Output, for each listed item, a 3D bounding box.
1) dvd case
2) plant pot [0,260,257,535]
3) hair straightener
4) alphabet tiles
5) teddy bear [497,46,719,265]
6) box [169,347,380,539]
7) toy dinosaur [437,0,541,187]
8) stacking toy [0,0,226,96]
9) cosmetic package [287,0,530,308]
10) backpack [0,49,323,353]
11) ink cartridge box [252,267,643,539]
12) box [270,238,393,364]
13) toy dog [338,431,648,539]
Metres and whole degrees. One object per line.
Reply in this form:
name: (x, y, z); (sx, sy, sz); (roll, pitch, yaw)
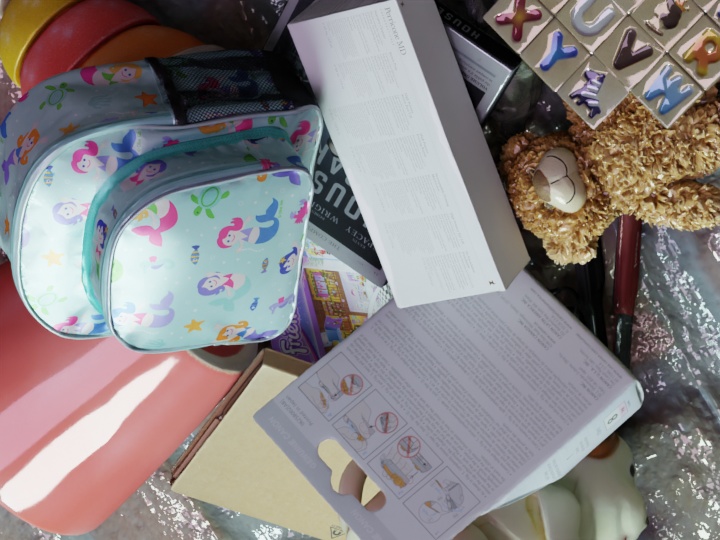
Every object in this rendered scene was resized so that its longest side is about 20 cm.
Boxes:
dvd case: (-0.002, -0.102, 1.576); (0.150, 0.025, 0.200); (34, 126, 5)
plant pot: (-0.181, 0.057, 1.704); (0.177, 0.201, 0.201); (-35, 101, 23)
hair straightener: (0.150, 0.026, 1.635); (0.077, 0.041, 0.201); (11, 126, 21)
alphabet tiles: (0.174, -0.191, 1.468); (0.166, 0.006, 0.200); (46, 109, 9)
teddy bear: (0.178, -0.084, 1.516); (0.199, 0.067, 0.146); (-13, 105, 13)
box: (-0.013, 0.135, 1.710); (0.199, 0.021, 0.164); (20, 135, -18)
toy dinosaur: (0.083, -0.148, 1.556); (0.088, 0.047, 0.201); (18, 121, 8)
stacking toy: (-0.193, -0.152, 1.640); (0.200, 0.146, 0.146); (47, 127, 16)
cosmetic package: (0.033, -0.080, 1.523); (0.082, 0.051, 0.201); (-8, 112, 34)
backpack: (-0.128, -0.040, 1.513); (0.199, 0.151, 0.178); (-3, 129, -18)
ink cartridge box: (0.057, 0.089, 1.571); (0.163, 0.200, 0.057); (46, 175, 28)
box: (0.000, 0.000, 1.675); (0.136, 0.039, 0.201); (5, 120, 20)
toy dog: (0.101, 0.175, 1.617); (0.194, 0.199, 0.140); (43, 151, 35)
